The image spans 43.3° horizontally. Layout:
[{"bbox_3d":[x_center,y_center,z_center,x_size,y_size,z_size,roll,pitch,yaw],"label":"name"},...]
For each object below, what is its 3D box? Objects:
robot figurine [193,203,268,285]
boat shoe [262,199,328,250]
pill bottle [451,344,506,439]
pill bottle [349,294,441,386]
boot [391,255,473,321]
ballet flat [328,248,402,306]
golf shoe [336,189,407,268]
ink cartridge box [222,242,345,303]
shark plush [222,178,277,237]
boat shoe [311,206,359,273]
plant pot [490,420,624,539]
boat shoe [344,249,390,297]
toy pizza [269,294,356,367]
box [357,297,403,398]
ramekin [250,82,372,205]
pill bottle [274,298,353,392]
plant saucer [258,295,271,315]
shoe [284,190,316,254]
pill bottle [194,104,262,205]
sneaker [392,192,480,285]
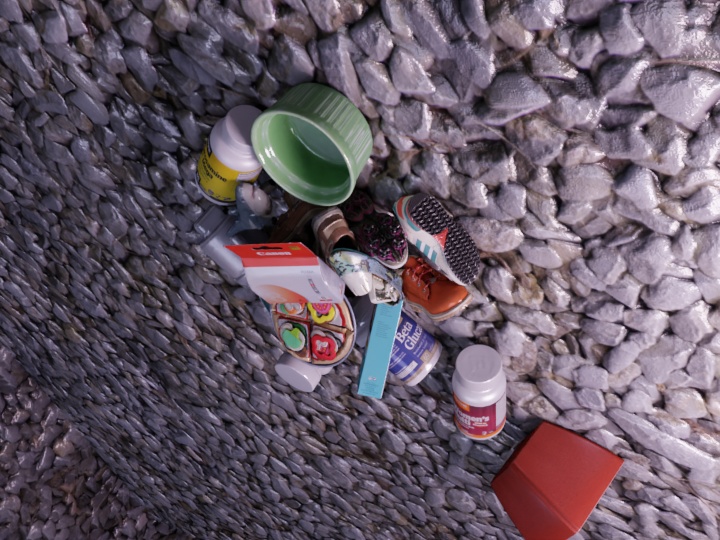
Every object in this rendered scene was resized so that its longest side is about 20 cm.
[{"bbox_3d":[-0.252,-0.049,1.882,0.200,0.113,0.169,43,173,-13],"label":"robot figurine"},{"bbox_3d":[-0.121,-0.072,1.665,0.071,0.069,0.200,13,140,-42],"label":"boat shoe"},{"bbox_3d":[0.239,0.245,1.824,0.109,0.110,0.201,18,145,23],"label":"pill bottle"},{"bbox_3d":[0.059,0.132,1.838,0.199,0.111,0.111,39,147,-8],"label":"pill bottle"},{"bbox_3d":[0.124,0.027,1.650,0.108,0.075,0.199,59,159,-21],"label":"boot"},{"bbox_3d":[0.015,0.018,1.594,0.074,0.075,0.199,4,167,39],"label":"ballet flat"},{"bbox_3d":[0.031,-0.061,1.606,0.200,0.072,0.093,52,170,44],"label":"golf shoe"},{"bbox_3d":[-0.136,0.008,1.634,0.160,0.051,0.200,-1,161,23],"label":"ink cartridge box"},{"bbox_3d":[-0.219,-0.119,1.711,0.082,0.092,0.200,4,170,-23],"label":"shark plush"},{"bbox_3d":[-0.038,-0.032,1.622,0.072,0.075,0.200,53,172,28],"label":"boat shoe"},{"bbox_3d":[0.388,0.434,1.874,0.176,0.200,0.201,40,149,11],"label":"plant pot"},{"bbox_3d":[0.000,0.000,1.764,0.070,0.071,0.199,22,154,-27],"label":"boat shoe"},{"bbox_3d":[-0.098,0.099,1.760,0.198,0.032,0.202,12,114,27],"label":"toy pizza"},{"bbox_3d":[0.037,0.136,1.740,0.049,0.082,0.202,11,103,-2],"label":"box"},{"bbox_3d":[-0.076,-0.216,1.522,0.198,0.098,0.201,23,146,17],"label":"ramekin"},{"bbox_3d":[-0.089,0.145,1.897,0.112,0.201,0.114,25,152,14],"label":"pill bottle"},{"bbox_3d":[-0.122,0.035,1.803,0.198,0.036,0.202,17,124,27],"label":"plant saucer"},{"bbox_3d":[-0.077,-0.072,1.714,0.053,0.070,0.201,-24,101,18],"label":"shoe"},{"bbox_3d":[-0.229,-0.211,1.653,0.112,0.113,0.200,36,147,-3],"label":"pill bottle"},{"bbox_3d":[0.130,-0.057,1.588,0.200,0.070,0.093,48,163,-23],"label":"sneaker"}]
